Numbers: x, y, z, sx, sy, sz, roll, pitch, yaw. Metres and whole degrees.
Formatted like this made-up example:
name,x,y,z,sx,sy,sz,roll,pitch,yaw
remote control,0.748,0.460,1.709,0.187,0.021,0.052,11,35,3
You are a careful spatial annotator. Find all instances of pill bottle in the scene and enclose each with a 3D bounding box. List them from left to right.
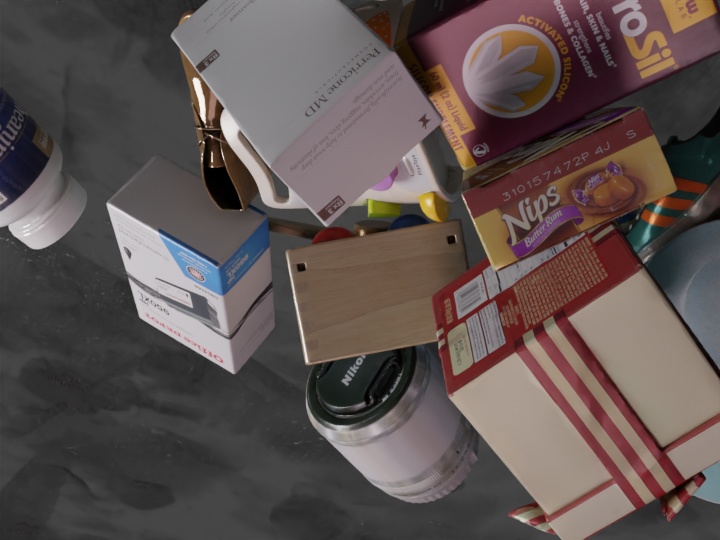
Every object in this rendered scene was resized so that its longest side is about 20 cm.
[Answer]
name,x,y,z,sx,sy,sz,roll,pitch,yaw
pill bottle,-0.362,-0.114,0.859,0.110,0.112,0.200,-12,137,29

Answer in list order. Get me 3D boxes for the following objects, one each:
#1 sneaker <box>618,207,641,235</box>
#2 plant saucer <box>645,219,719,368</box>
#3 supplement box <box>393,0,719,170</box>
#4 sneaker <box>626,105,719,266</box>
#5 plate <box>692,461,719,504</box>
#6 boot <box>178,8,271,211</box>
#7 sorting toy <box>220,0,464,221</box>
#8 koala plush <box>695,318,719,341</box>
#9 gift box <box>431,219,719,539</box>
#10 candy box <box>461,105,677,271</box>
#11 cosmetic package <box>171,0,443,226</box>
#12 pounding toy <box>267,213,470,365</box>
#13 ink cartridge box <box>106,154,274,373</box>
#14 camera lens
name,x,y,z,sx,sy,sz,roll,pitch,yaw
sneaker,0.187,-0.061,0.772,0.075,0.106,0.200,-18,133,35
plant saucer,0.327,0.045,0.735,0.199,0.039,0.203,18,124,29
supplement box,0.136,-0.170,0.616,0.198,0.086,0.111,-23,118,23
sneaker,0.279,-0.066,0.760,0.071,0.081,0.200,-1,144,-33
plate,0.279,0.150,0.856,0.200,0.026,0.200,40,167,11
boot,-0.120,-0.135,0.793,0.073,0.076,0.201,6,141,15
sorting toy,-0.021,-0.106,0.767,0.178,0.108,0.201,-8,139,21
koala plush,0.352,0.040,0.841,0.199,0.184,0.178,39,131,0
gift box,0.163,0.080,0.685,0.199,0.185,0.187,-35,109,20
candy box,0.130,-0.061,0.602,0.116,0.200,0.057,-25,95,11
cosmetic package,-0.044,-0.139,0.636,0.113,0.200,0.081,-43,137,3
pounding toy,0.000,0.000,0.855,0.181,0.144,0.200,-10,-179,-1
ink cartridge box,-0.172,-0.001,0.938,0.143,0.084,0.201,28,147,18
camera lens,0.040,0.169,1.068,0.158,0.161,0.200,-11,138,28
